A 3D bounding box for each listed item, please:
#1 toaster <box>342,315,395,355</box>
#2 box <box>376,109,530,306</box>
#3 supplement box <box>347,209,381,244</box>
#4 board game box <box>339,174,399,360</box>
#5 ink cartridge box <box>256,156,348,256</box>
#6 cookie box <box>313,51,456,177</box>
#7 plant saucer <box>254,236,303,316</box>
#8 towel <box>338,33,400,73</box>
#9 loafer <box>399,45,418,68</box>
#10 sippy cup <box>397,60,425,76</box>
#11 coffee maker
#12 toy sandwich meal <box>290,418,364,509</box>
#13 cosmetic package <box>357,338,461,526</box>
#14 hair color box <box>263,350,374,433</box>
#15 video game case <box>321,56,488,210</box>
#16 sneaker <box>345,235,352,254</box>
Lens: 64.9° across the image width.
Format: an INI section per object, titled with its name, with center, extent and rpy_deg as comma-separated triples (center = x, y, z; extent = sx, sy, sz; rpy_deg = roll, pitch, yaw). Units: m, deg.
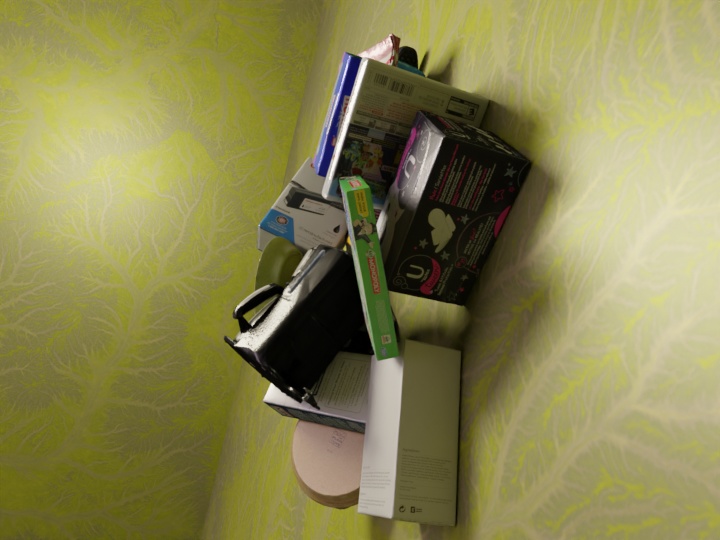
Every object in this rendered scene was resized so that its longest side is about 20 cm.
[toaster]
center = -0.033, 0.115, 1.006
extent = 0.200, 0.119, 0.181
rpy_deg = -111, 38, -62
[box]
center = 0.099, -0.080, 0.715
extent = 0.132, 0.115, 0.200
rpy_deg = -108, 35, -60
[supplement box]
center = 0.051, -0.122, 0.962
extent = 0.110, 0.086, 0.200
rpy_deg = -130, 55, -70
[board game box]
center = 0.008, -0.009, 0.690
extent = 0.135, 0.029, 0.200
rpy_deg = -112, 12, -73
[ink cartridge box]
center = -0.085, -0.102, 1.083
extent = 0.200, 0.144, 0.084
rpy_deg = -61, -5, -32
[cookie box]
center = 0.049, -0.202, 0.825
extent = 0.075, 0.200, 0.171
rpy_deg = -115, 41, -65
[plant saucer]
center = -0.121, 0.043, 0.949
extent = 0.200, 0.031, 0.200
rpy_deg = -1, -90, -75
[towel]
center = 0.000, -0.298, 0.978
extent = 0.144, 0.023, 0.200
rpy_deg = -11, 65, 45
[loafer]
center = 0.061, -0.350, 1.138
extent = 0.070, 0.068, 0.201
rpy_deg = -120, 41, -55
[sippy cup]
center = 0.051, -0.316, 1.036
extent = 0.140, 0.178, 0.130
rpy_deg = -47, -19, -74
[coffee maker]
center = -0.062, 0.078, 0.805
extent = 0.200, 0.192, 0.135
rpy_deg = -50, -31, -17
[toy sandwich meal]
center = -0.019, 0.258, 0.863
extent = 0.205, 0.070, 0.205
rpy_deg = -14, 56, 22
[cosmetic package]
center = 0.059, 0.196, 0.690
extent = 0.108, 0.085, 0.200
rpy_deg = 140, 141, -63
[hair color box]
center = -0.035, 0.174, 0.834
extent = 0.200, 0.061, 0.100
rpy_deg = 3, 58, 31
[video game case]
center = 0.062, -0.167, 0.762
extent = 0.023, 0.200, 0.182
rpy_deg = 45, 122, 51
[sneaker]
center = 0.000, 0.000, 1.096
extent = 0.200, 0.070, 0.080
rpy_deg = 109, 157, -45
